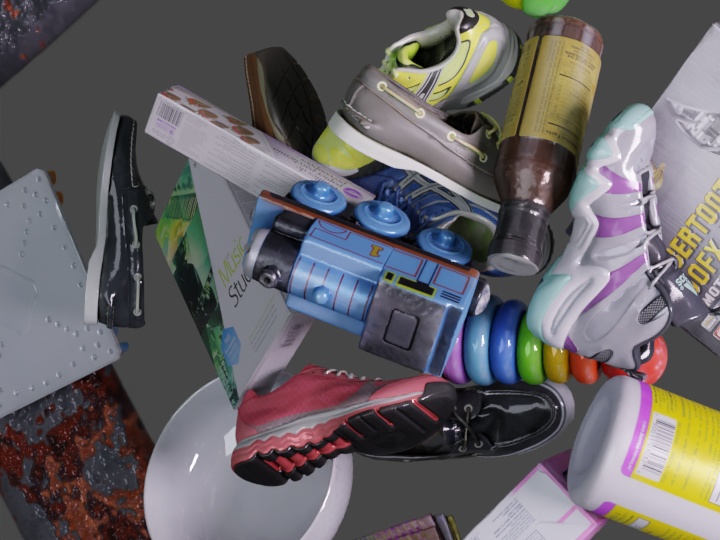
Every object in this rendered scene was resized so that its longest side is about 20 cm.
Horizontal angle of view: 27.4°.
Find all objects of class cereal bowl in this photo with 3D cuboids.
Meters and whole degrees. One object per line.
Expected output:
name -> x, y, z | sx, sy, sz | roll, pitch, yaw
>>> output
cereal bowl -> -0.089, 0.191, 1.307 | 0.199, 0.083, 0.201 | -15, 57, 25

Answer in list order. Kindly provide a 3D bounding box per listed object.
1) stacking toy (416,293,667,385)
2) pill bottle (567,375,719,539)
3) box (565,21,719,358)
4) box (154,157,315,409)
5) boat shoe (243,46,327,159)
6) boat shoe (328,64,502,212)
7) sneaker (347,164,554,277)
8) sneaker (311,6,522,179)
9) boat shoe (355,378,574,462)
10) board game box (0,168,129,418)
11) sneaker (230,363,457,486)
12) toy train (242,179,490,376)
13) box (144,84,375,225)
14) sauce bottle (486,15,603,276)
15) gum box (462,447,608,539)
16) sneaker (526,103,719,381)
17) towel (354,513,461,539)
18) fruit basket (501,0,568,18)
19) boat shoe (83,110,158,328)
stacking toy -> 0.147, 0.058, 1.189 | 0.199, 0.085, 0.086 | 3, 100, 22
pill bottle -> 0.262, 0.159, 1.098 | 0.199, 0.104, 0.105 | 22, 109, -3
box -> 0.275, -0.061, 1.114 | 0.158, 0.048, 0.200 | 41, 114, 16
box -> -0.111, -0.002, 1.280 | 0.201, 0.036, 0.145 | 63, 142, 28
boat shoe -> -0.067, -0.090, 1.279 | 0.074, 0.076, 0.201 | -17, 89, 32
boat shoe -> 0.075, -0.098, 1.155 | 0.201, 0.072, 0.060 | 21, 109, -21
sneaker -> 0.060, -0.050, 1.215 | 0.199, 0.077, 0.076 | 21, 109, 25
sneaker -> 0.033, -0.150, 1.202 | 0.200, 0.076, 0.076 | -35, 48, 21
boat shoe -> 0.078, 0.128, 1.239 | 0.199, 0.066, 0.070 | -6, 95, 29
board game box -> -0.339, 0.027, 1.470 | 0.199, 0.026, 0.201 | -26, 86, 29
sneaker -> -0.020, 0.108, 1.214 | 0.199, 0.074, 0.087 | -18, 55, 16
toy train -> 0.000, 0.000, 1.133 | 0.199, 0.114, 0.087 | 21, 121, 6
box -> -0.085, -0.089, 1.223 | 0.199, 0.039, 0.042 | 29, 116, 12
sauce bottle -> 0.136, -0.094, 1.124 | 0.064, 0.065, 0.201 | 7, 69, 27
gum box -> 0.122, 0.229, 1.190 | 0.066, 0.113, 0.200 | 47, 108, 15
sneaker -> 0.217, -0.012, 1.089 | 0.139, 0.078, 0.201 | 27, 120, 21
towel -> 0.022, 0.306, 1.323 | 0.199, 0.023, 0.144 | -24, 87, 30
fruit basket -> 0.109, -0.301, 1.121 | 0.215, 0.155, 0.217 | -6, 77, 29
boat shoe -> -0.218, -0.046, 1.375 | 0.060, 0.076, 0.201 | 6, 92, -10
